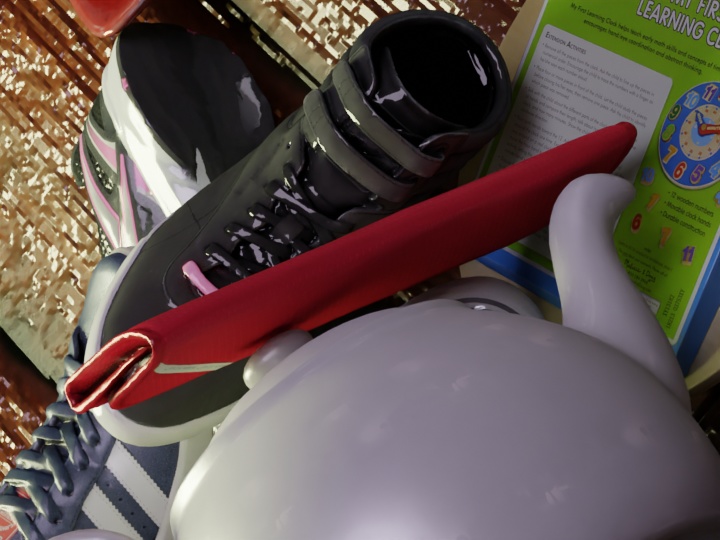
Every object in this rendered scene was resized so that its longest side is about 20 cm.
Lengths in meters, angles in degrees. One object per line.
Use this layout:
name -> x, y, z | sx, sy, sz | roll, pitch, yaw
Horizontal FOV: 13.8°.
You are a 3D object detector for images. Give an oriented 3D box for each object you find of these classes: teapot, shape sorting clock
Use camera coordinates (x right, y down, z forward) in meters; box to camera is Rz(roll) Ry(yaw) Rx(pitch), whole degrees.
teapot -> 0.008, 0.081, 0.941 | 0.146, 0.200, 0.197 | 49, 123, 21
shape sorting clock -> 0.106, -0.045, 1.055 | 0.200, 0.039, 0.200 | -22, 61, 47

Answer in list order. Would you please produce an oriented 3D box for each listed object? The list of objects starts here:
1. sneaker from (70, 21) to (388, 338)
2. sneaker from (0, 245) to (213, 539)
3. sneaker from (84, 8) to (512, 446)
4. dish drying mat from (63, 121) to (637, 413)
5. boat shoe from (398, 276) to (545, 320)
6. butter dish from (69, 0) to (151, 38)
sneaker -> -0.053, 0.006, 1.153 | 0.086, 0.080, 0.200 | -49, 54, 45
sneaker -> -0.112, 0.089, 1.109 | 0.075, 0.084, 0.200 | 22, 108, 56
sneaker -> -0.021, -0.024, 1.057 | 0.071, 0.099, 0.200 | 43, 61, 3
dish drying mat -> 0.000, 0.000, 0.986 | 0.018, 0.200, 0.077 | 62, 148, 9
boat shoe -> -0.007, 0.088, 1.048 | 0.070, 0.066, 0.200 | 42, 109, -10
butter dish -> -0.102, -0.224, 1.172 | 0.199, 0.148, 0.200 | -51, 27, 11
